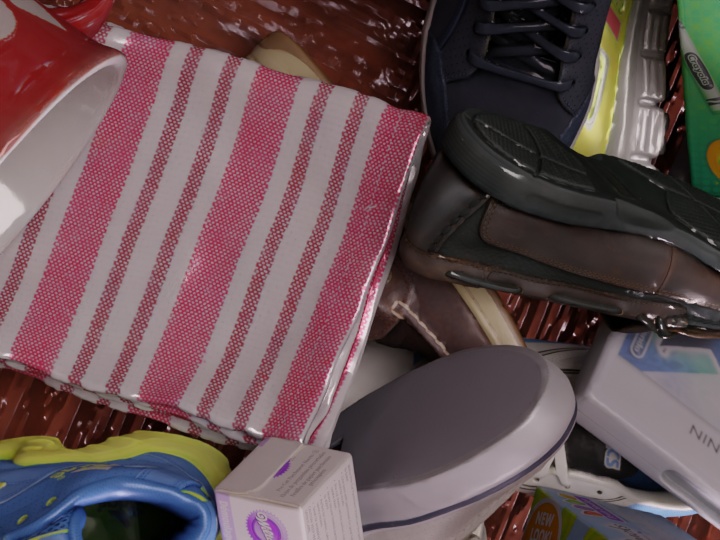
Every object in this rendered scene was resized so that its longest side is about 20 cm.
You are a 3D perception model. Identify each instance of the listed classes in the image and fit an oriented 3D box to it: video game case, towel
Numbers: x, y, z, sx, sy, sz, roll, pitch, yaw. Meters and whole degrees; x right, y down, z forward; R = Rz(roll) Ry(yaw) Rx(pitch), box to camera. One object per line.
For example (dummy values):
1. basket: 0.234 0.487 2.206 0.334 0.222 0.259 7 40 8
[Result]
1. video game case: 0.190 0.037 1.255 0.182 0.022 0.200 37 50 -11
2. towel: -0.086 -0.021 1.155 0.199 0.030 0.147 17 80 7

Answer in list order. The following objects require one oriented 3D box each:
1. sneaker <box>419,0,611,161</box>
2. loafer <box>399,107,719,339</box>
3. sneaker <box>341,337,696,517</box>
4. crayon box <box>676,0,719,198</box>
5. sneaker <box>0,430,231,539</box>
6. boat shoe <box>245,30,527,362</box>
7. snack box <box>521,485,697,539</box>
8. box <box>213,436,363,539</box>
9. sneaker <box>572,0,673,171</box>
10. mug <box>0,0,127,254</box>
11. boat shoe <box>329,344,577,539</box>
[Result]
1. sneaker: 0.066 -0.117 1.141 0.077 0.146 0.203 13 97 2
2. loafer: 0.096 -0.007 1.173 0.200 0.072 0.063 20 114 -38
3. sneaker: 0.072 0.061 1.233 0.199 0.072 0.072 7 86 -20
4. crayon box: 0.160 -0.134 1.196 0.058 0.200 0.119 3 55 11
5. sneaker: -0.141 0.100 1.113 0.199 0.105 0.076 -14 92 -6
6. boat shoe: 0.000 0.000 1.193 0.072 0.072 0.200 -36 80 -5
7. snack box: 0.094 0.204 1.160 0.067 0.169 0.201 16 96 -20
8. box: -0.016 0.159 1.140 0.041 0.039 0.201 -46 136 -47
9. sneaker: 0.084 -0.123 1.246 0.090 0.078 0.201 6 81 -11
10. mug: -0.197 -0.093 1.105 0.200 0.178 0.134 38 113 3
11. boat shoe: 0.017 0.093 1.155 0.070 0.200 0.071 43 39 -23
